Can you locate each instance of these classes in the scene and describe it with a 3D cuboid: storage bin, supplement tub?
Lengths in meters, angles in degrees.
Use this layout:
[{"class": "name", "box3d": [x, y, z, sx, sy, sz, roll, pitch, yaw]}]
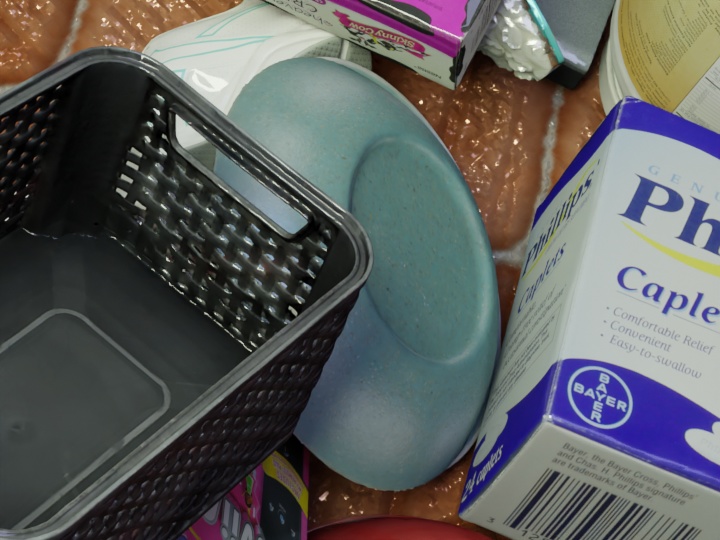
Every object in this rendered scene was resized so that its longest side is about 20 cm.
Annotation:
[{"class": "storage bin", "box3d": [-0.106, 0.027, 0.637, 0.135, 0.094, 0.200, 38, 43, 13]}, {"class": "supplement tub", "box3d": [0.208, -0.131, 0.940, 0.143, 0.200, 0.145, 5, 68, -13]}]

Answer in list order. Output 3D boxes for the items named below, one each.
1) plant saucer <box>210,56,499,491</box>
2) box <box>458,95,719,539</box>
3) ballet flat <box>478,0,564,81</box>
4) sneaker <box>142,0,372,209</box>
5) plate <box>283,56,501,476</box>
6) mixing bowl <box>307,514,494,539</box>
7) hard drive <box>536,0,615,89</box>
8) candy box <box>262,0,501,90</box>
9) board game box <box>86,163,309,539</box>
[{"class": "plant saucer", "box3d": [0.014, -0.004, 0.849, 0.201, 0.039, 0.202, 27, 56, -47]}, {"class": "box", "box3d": [0.165, 0.047, 0.891, 0.183, 0.105, 0.201, 22, 52, -6]}, {"class": "ballet flat", "box3d": [0.035, -0.171, 0.959, 0.071, 0.072, 0.201, -19, 73, -21]}, {"class": "sneaker", "box3d": [-0.093, -0.067, 0.918, 0.200, 0.071, 0.080, -33, 50, -15]}, {"class": "plate", "box3d": [0.000, 0.000, 0.884, 0.200, 0.025, 0.202, 28, 54, -45]}, {"class": "mixing bowl", "box3d": [0.029, 0.191, 0.818, 0.199, 0.108, 0.202, 5, 69, -13]}, {"class": "hard drive", "box3d": [0.052, -0.198, 1.019, 0.199, 0.033, 0.140, 26, 65, -4]}, {"class": "candy box", "box3d": [0.028, -0.204, 0.895, 0.136, 0.061, 0.201, 26, 75, 7]}, {"class": "board game box", "box3d": [-0.079, 0.079, 0.775, 0.064, 0.148, 0.201, -18, 43, 20]}]
